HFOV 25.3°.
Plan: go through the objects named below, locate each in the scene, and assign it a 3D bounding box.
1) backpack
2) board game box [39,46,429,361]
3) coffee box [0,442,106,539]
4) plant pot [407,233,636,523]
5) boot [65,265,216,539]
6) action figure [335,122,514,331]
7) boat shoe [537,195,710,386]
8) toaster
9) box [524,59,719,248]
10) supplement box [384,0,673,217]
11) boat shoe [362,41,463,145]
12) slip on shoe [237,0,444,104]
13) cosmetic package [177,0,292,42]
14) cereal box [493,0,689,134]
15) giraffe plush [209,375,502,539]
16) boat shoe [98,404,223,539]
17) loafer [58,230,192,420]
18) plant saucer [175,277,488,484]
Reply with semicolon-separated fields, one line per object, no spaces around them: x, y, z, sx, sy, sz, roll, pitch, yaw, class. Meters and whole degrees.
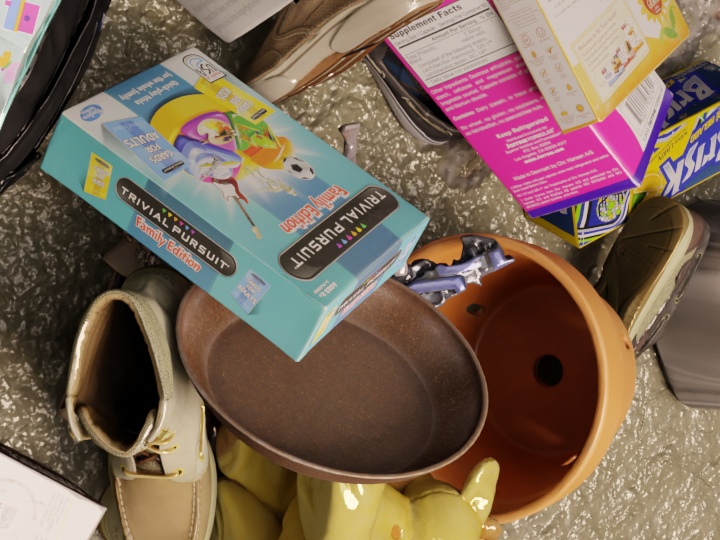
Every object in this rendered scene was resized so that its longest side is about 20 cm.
-0.235;-0.143;0.962;0.152;0.176;0.201;17;87;-12;backpack
-0.074;-0.049;1.004;0.200;0.047;0.151;36;34;9;board game box
-0.273;0.128;0.999;0.199;0.113;0.080;33;80;-26;coffee box
0.111;0.076;1.163;0.140;0.199;0.202;2;95;-60;plant pot
-0.134;0.103;0.987;0.072;0.155;0.202;-2;95;2;boot
0.000;0.000;1.113;0.199;0.105;0.195;-18;89;-2;action figure
0.208;0.038;1.251;0.066;0.072;0.202;16;112;-37;boat shoe
0.308;0.023;1.298;0.113;0.129;0.201;-23;105;-26;toaster
0.223;-0.095;1.267;0.199;0.070;0.065;-28;126;-23;box
0.116;-0.149;1.126;0.200;0.103;0.101;49;47;-26;supplement box
0.022;-0.172;1.158;0.070;0.066;0.201;-41;112;-19;boat shoe
-0.029;-0.162;1.070;0.076;0.200;0.061;-29;92;-42;slip on shoe
-0.068;-0.284;1.028;0.165;0.165;0.200;39;76;-13;cosmetic package
0.134;-0.210;1.060;0.144;0.039;0.201;-41;107;-41;cereal box
0.010;0.169;1.059;0.161;0.173;0.201;-2;57;-38;giraffe plush
-0.099;0.120;1.121;0.073;0.063;0.200;45;73;-24;boat shoe
-0.151;0.014;1.083;0.062;0.072;0.201;13;91;-22;loafer
-0.020;0.065;0.988;0.199;0.201;0.037;-1;130;-29;plant saucer
